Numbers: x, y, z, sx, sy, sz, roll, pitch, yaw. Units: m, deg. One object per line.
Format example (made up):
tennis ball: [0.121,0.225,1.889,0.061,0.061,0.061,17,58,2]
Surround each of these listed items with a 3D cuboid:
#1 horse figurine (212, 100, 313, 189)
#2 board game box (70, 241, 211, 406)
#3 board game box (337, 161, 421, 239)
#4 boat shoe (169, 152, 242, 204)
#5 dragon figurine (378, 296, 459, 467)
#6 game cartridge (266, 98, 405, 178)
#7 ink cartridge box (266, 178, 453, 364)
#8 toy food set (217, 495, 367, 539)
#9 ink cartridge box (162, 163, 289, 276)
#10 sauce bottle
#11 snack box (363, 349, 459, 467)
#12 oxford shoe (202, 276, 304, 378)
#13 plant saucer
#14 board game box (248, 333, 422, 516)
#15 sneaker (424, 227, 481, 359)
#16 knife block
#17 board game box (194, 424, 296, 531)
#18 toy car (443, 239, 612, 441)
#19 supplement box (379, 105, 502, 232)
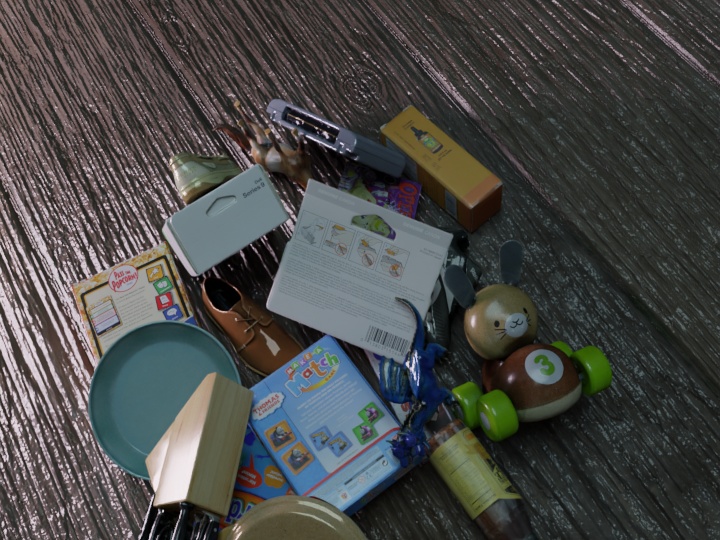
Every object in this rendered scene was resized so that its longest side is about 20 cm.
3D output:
horse figurine: [-0.129,-0.177,1.399,0.198,0.133,0.050,27,68,35]
board game box: [-0.300,0.077,1.308,0.149,0.047,0.202,-24,60,-6]
board game box: [0.014,-0.069,1.304,0.118,0.033,0.202,19,42,-4]
boat shoe: [-0.220,-0.140,1.343,0.072,0.201,0.064,-31,95,13]
dragon figurine: [0.061,0.124,1.113,0.058,0.098,0.205,-17,78,36]
game cartridge: [-0.031,-0.190,1.365,0.199,0.132,0.042,31,96,40]
ink cartridge box: [0.000,0.000,1.196,0.196,0.045,0.180,21,103,4]
toy food set: [-0.069,0.351,1.063,0.199,0.049,0.200,-37,87,12]
ink cartridge box: [-0.187,-0.064,1.280,0.144,0.200,0.089,-33,95,-12]
sauce bottle: [0.154,0.272,1.114,0.065,0.066,0.201,-34,74,-12]
snack box: [0.065,0.149,1.226,0.071,0.024,0.202,-24,60,-5]
oxford shoe: [-0.147,0.079,1.272,0.199,0.072,0.071,36,69,23]
plant saucer: [-0.249,0.167,1.221,0.195,0.036,0.205,1,84,-5]
board game box: [-0.041,0.195,1.156,0.150,0.037,0.201,-33,61,-14]
sneaker: [0.119,0.022,1.267,0.088,0.067,0.204,-5,57,8]
knife block: [-0.182,0.246,1.091,0.201,0.064,0.176,-53,36,8]
board game box: [-0.108,0.263,1.173,0.149,0.045,0.202,20,66,18]
toy car: [0.180,0.073,1.137,0.161,0.157,0.204,-21,96,-15]
supplement box: [0.115,-0.149,1.368,0.066,0.069,0.200,-37,63,-15]
